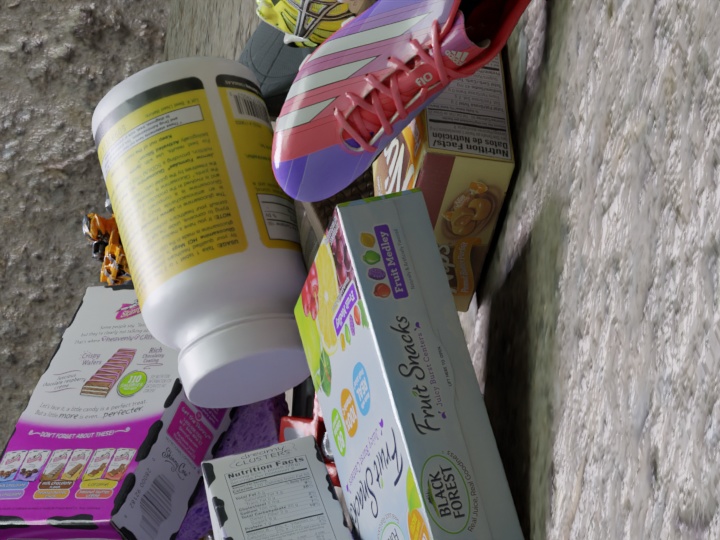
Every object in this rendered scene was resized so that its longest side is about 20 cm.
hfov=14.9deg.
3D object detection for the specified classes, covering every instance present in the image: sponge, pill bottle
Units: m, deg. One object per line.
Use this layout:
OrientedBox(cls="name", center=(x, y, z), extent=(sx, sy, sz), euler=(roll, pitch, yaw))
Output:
OrientedBox(cls="sponge", center=(-0.134, 0.141, 1.823), extent=(0.030, 0.199, 0.112), euler=(49, -163, -36))
OrientedBox(cls="pill bottle", center=(-0.093, -0.022, 1.717), extent=(0.113, 0.112, 0.201), euler=(115, 142, -62))

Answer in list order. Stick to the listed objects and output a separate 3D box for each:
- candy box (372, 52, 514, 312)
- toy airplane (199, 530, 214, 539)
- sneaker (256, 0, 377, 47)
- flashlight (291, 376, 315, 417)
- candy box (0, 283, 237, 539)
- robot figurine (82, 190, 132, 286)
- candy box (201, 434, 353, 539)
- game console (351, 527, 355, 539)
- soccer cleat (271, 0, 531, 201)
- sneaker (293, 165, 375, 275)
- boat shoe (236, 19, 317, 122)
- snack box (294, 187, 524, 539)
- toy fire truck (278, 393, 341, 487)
OrientedBox(cls="candy box", center=(0.043, -0.088, 1.569), extent=(0.201, 0.055, 0.116), euler=(-94, 14, -46))
OrientedBox(cls="toy airplane", center=(-0.095, 0.224, 1.875), extent=(0.142, 0.198, 0.201), euler=(-60, 32, 32))
OrientedBox(cls="sneaker", center=(-0.033, -0.176, 1.636), extent=(0.200, 0.076, 0.076), euler=(50, -160, -65))
OrientedBox(cls="flashlight", center=(-0.015, 0.011, 1.828), extent=(0.068, 0.067, 0.202), euler=(153, 124, -75))
OrientedBox(cls="candy box", center=(-0.156, 0.101, 1.808), extent=(0.136, 0.061, 0.201), euler=(-4, 49, 39))
OrientedBox(cls="robot figurine", center=(-0.096, -0.012, 1.923), extent=(0.145, 0.198, 0.059), euler=(116, 159, -65))
OrientedBox(cls="candy box", center=(-0.027, 0.214, 1.511), extent=(0.200, 0.071, 0.169), euler=(-116, 15, -63))
OrientedBox(cls="game console", center=(0.016, 0.206, 1.616), extent=(0.178, 0.031, 0.201), euler=(-93, 12, -45))
OrientedBox(cls="soccer cleat", center=(0.027, -0.111, 1.451), extent=(0.200, 0.067, 0.077), euler=(-49, 34, 9))
OrientedBox(cls="sneaker", center=(0.000, 0.000, 1.666), extent=(0.076, 0.070, 0.202), euler=(-161, 61, -84))
OrientedBox(cls="boat shoe", center=(-0.022, -0.115, 1.783), extent=(0.075, 0.065, 0.202), euler=(-57, 33, 0))
OrientedBox(cls="snack box", center=(0.022, 0.078, 1.441), extent=(0.142, 0.053, 0.201), euler=(113, 144, -64))
OrientedBox(cls="toy fire truck", center=(-0.034, 0.034, 1.767), extent=(0.140, 0.049, 0.202), euler=(6, 90, 47))
